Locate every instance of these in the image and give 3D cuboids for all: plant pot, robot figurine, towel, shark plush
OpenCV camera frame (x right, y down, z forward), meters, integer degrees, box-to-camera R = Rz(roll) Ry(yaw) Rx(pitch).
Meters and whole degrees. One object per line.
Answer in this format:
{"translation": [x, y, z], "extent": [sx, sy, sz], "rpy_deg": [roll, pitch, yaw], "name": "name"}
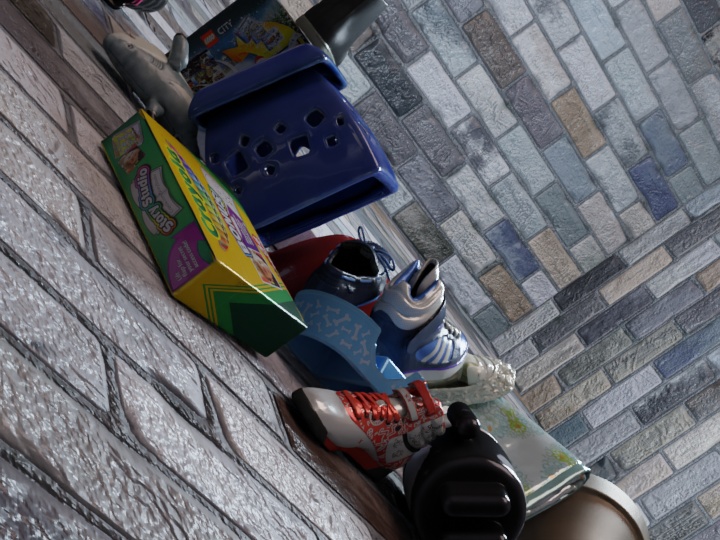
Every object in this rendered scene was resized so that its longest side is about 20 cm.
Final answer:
{"translation": [-0.083, -0.146, 1.411], "extent": [0.200, 0.199, 0.180], "rpy_deg": [7, 60, -82], "name": "plant pot"}
{"translation": [0.258, 0.379, 1.504], "extent": [0.200, 0.200, 0.174], "rpy_deg": [54, 23, -6], "name": "plant pot"}
{"translation": [0.107, 0.238, 1.293], "extent": [0.125, 0.150, 0.200], "rpy_deg": [41, 6, -10], "name": "robot figurine"}
{"translation": [0.165, 0.234, 1.486], "extent": [0.200, 0.048, 0.171], "rpy_deg": [-16, 47, -41], "name": "towel"}
{"translation": [-0.238, -0.184, 1.407], "extent": [0.083, 0.091, 0.201], "rpy_deg": [-30, 106, -64], "name": "shark plush"}

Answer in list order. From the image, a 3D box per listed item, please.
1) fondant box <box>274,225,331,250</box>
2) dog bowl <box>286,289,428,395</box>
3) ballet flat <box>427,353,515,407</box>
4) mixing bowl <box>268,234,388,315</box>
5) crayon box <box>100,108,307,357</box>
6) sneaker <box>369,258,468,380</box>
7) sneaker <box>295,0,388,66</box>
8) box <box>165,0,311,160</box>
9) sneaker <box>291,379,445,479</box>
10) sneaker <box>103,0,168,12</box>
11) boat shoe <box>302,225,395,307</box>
{"translation": [-0.106, -0.079, 1.671], "extent": [0.200, 0.058, 0.144], "rpy_deg": [53, 7, -17], "name": "fondant box"}
{"translation": [-0.008, 0.101, 1.301], "extent": [0.111, 0.050, 0.200], "rpy_deg": [4, -36, 45], "name": "dog bowl"}
{"translation": [0.110, 0.138, 1.531], "extent": [0.072, 0.199, 0.072], "rpy_deg": [171, -90, -76], "name": "ballet flat"}
{"translation": [-0.019, 0.029, 1.532], "extent": [0.200, 0.108, 0.200], "rpy_deg": [54, 6, -9], "name": "mixing bowl"}
{"translation": [-0.148, -0.034, 1.141], "extent": [0.200, 0.058, 0.173], "rpy_deg": [59, 8, 33], "name": "crayon box"}
{"translation": [0.085, 0.053, 1.430], "extent": [0.081, 0.147, 0.200], "rpy_deg": [36, 27, 31], "name": "sneaker"}
{"translation": [-0.015, -0.308, 1.491], "extent": [0.075, 0.106, 0.200], "rpy_deg": [54, 5, -6], "name": "sneaker"}
{"translation": [-0.162, -0.256, 1.534], "extent": [0.137, 0.200, 0.038], "rpy_deg": [53, 4, -14], "name": "box"}
{"translation": [0.016, 0.140, 1.212], "extent": [0.201, 0.108, 0.067], "rpy_deg": [45, 11, -53], "name": "sneaker"}
{"translation": [-0.323, -0.394, 1.661], "extent": [0.088, 0.074, 0.200], "rpy_deg": [57, 12, 22], "name": "sneaker"}
{"translation": [0.000, 0.000, 1.380], "extent": [0.084, 0.069, 0.200], "rpy_deg": [31, 24, 4], "name": "boat shoe"}
